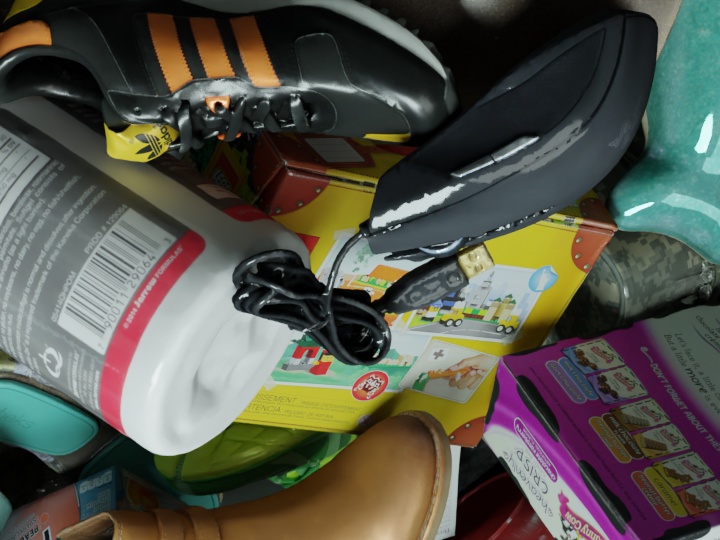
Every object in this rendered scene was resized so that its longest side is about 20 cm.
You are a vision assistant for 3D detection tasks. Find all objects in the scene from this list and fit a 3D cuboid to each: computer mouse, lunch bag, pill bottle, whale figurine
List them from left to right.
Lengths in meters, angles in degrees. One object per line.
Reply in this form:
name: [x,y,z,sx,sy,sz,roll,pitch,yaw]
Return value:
pill bottle: [-0.130,-0.016,0.901,0.111,0.200,0.111,-47,157,-27]
computer mouse: [0.052,-0.020,0.858,0.200,0.046,0.140,-35,159,5]
lunch bag: [0.157,0.014,1.157,0.168,0.139,0.200,-18,135,-30]
whale figurine: [0.187,-0.107,1.028,0.159,0.104,0.200,21,83,-12]

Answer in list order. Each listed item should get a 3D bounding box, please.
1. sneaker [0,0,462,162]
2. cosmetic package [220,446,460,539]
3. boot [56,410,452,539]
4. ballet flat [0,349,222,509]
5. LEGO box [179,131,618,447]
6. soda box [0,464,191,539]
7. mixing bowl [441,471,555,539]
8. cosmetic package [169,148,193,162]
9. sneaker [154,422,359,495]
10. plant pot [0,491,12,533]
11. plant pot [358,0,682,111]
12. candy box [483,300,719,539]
sneaker: [-0.059,-0.072,0.850,0.090,0.200,0.070,-60,157,-23]
cosmetic package: [-0.043,0.138,1.208,0.200,0.051,0.083,-14,131,-18]
boot: [-0.064,0.127,0.992,0.200,0.077,0.155,-44,136,19]
ballet flat: [-0.140,0.074,1.080,0.072,0.072,0.200,-41,137,9]
LEGO box: [0.000,0.000,1.015,0.200,0.077,0.149,10,123,-36]
soda box: [-0.181,0.172,1.098,0.200,0.064,0.068,-26,141,26]
mixing bowl: [0.097,0.192,1.263,0.200,0.200,0.108,-40,101,8]
cosmetic package: [-0.034,-0.041,1.054,0.151,0.052,0.200,-6,131,-23]
sneaker: [-0.025,0.090,1.113,0.200,0.074,0.084,-16,116,-47]
plant pot: [-0.251,0.133,1.000,0.134,0.200,0.200,-55,140,-17]
plant pot: [0.017,-0.159,0.900,0.200,0.187,0.187,15,121,-20]
candy box: [0.180,0.084,1.025,0.200,0.136,0.061,-13,135,-23]
